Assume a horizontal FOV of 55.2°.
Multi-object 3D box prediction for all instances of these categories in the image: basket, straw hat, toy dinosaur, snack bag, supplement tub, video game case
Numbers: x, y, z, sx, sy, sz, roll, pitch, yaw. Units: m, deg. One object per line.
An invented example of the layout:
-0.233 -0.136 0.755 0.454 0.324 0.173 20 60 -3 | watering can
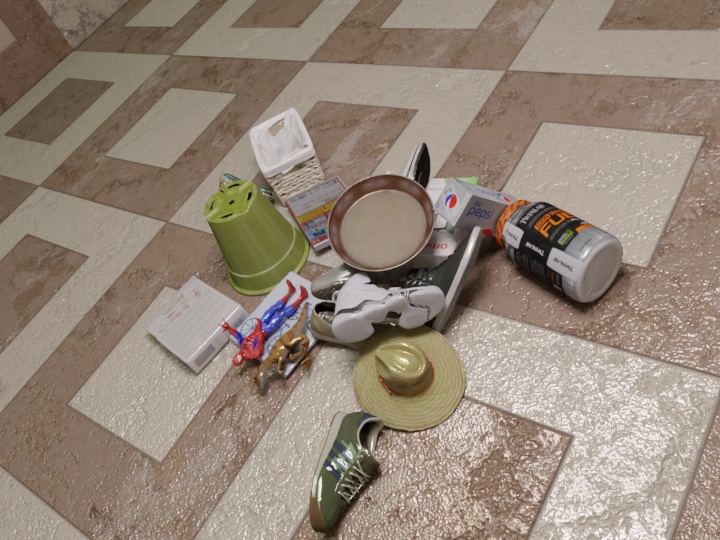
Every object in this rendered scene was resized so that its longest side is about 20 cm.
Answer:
-0.172 -0.271 1.652 0.134 0.124 0.201 -26 44 2 | basket
0.071 0.157 1.132 0.198 0.085 0.203 -8 60 13 | straw hat
-0.130 0.132 1.281 0.105 0.061 0.201 17 60 37 | toy dinosaur
-0.143 0.099 1.372 0.187 0.021 0.200 24 65 39 | snack bag
0.335 -0.041 1.183 0.122 0.123 0.200 -41 45 -13 | supplement tub
-0.074 -0.131 1.536 0.142 0.018 0.200 -26 43 -9 | video game case

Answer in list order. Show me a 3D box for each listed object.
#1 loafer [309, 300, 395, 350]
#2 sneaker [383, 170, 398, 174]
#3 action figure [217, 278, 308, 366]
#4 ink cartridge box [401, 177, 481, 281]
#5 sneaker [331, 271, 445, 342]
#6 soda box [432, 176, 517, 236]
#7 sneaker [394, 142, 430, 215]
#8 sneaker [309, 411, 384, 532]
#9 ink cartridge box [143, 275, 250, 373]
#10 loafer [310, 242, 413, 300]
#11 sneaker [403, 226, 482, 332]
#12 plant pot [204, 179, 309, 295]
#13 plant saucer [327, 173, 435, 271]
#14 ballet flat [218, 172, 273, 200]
-0.007 0.099 1.258 0.197 0.069 0.076 3 52 18 | loafer
0.049 -0.120 1.416 0.074 0.105 0.202 3 53 25 | sneaker
-0.192 0.090 1.325 0.065 0.099 0.201 18 63 38 | action figure
0.150 -0.081 1.341 0.144 0.084 0.202 2 52 29 | ink cartridge box
0.041 0.047 1.188 0.197 0.076 0.115 -17 37 3 | sneaker
0.223 -0.108 1.245 0.063 0.199 0.069 46 115 38 | soda box
0.064 -0.173 1.348 0.114 0.076 0.202 5 56 25 | sneaker
-0.015 0.309 1.080 0.089 0.067 0.202 -9 44 27 | sneaker
-0.348 0.110 1.454 0.199 0.050 0.161 23 64 45 | ink cartridge box
0.000 0.000 1.270 0.198 0.070 0.070 -18 55 8 | loafer
0.137 0.001 1.210 0.098 0.071 0.202 29 104 19 | sneaker
-0.235 -0.085 1.466 0.198 0.191 0.202 -14 45 15 | plant pot
0.039 -0.082 1.242 0.197 0.035 0.203 -6 63 12 | plant saucer
-0.283 -0.185 1.684 0.199 0.075 0.065 26 96 45 | ballet flat
